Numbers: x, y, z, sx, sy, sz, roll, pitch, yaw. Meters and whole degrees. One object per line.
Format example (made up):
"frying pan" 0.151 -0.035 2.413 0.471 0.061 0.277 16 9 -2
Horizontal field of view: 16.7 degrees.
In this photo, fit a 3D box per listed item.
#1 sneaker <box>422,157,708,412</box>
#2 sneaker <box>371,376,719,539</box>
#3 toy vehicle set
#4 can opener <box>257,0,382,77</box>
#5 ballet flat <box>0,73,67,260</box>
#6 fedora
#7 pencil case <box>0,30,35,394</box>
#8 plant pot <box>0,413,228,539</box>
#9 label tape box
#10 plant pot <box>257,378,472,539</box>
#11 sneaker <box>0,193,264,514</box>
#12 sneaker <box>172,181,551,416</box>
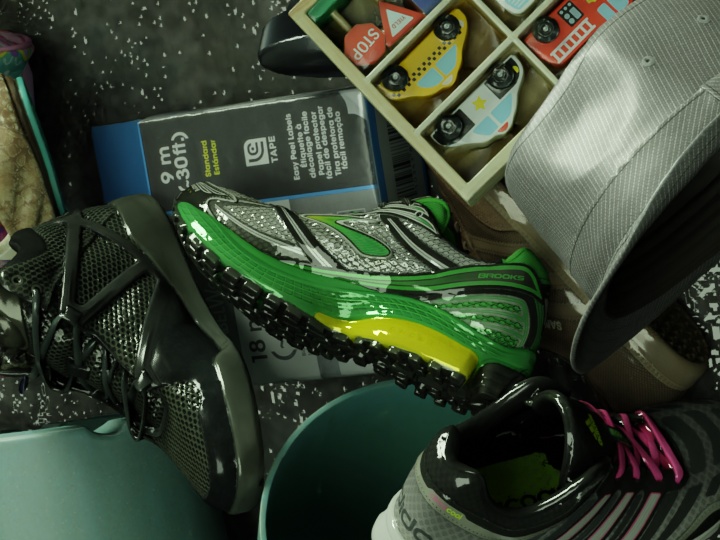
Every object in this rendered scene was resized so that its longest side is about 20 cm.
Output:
"sneaker" 0.079 -0.002 1.202 0.200 0.070 0.076 49 118 11
"sneaker" 0.104 0.090 1.121 0.088 0.199 0.074 106 146 -48
"toy vehicle set" 0.079 -0.144 1.143 0.200 0.027 0.124 -45 80 1
"can opener" 0.051 -0.120 1.198 0.199 0.079 0.064 -4 136 14
"ballet flat" -0.176 -0.008 1.293 0.065 0.071 0.201 -20 112 -3
"fedora" 0.134 -0.058 1.098 0.200 0.177 0.090 -42 72 -12
"pencil case" -0.219 -0.032 1.335 0.087 0.087 0.201 8 101 25
"plant pot" -0.146 0.178 1.293 0.199 0.200 0.197 -9 89 28
"label tape box" -0.061 -0.014 1.274 0.199 0.063 0.145 -7 97 27
"plant pot" 0.035 0.179 1.194 0.200 0.200 0.161 35 139 16
"sneaker" -0.121 0.047 1.191 0.200 0.114 0.076 59 149 34
"sneaker" 0.000 0.000 1.181 0.199 0.078 0.086 22 74 16
